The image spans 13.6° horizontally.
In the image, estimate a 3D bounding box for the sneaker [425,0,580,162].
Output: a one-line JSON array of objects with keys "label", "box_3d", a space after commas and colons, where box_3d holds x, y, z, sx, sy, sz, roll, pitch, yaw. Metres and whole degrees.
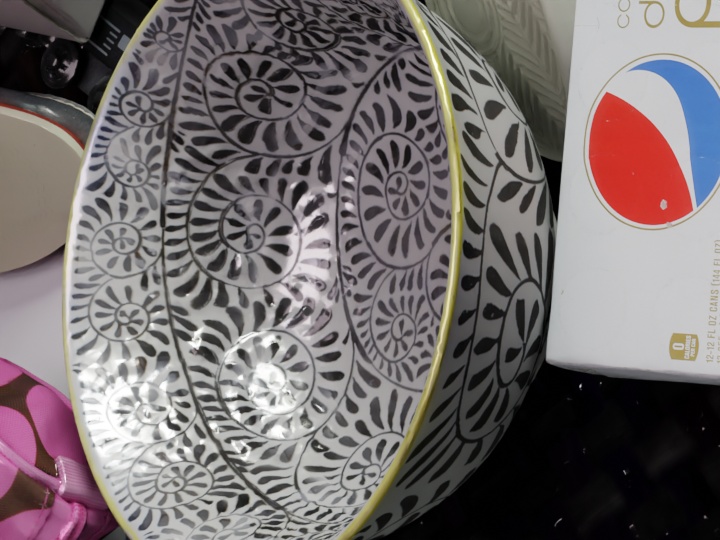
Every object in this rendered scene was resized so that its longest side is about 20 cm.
[{"label": "sneaker", "box_3d": [0.056, -0.137, 0.930, 0.075, 0.084, 0.201, -3, 108, 61]}]

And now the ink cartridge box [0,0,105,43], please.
[{"label": "ink cartridge box", "box_3d": [-0.158, -0.168, 1.035, 0.199, 0.125, 0.129, 15, 78, 32]}]

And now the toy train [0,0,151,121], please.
[{"label": "toy train", "box_3d": [-0.129, -0.112, 1.091, 0.200, 0.034, 0.046, 38, 105, 34]}]

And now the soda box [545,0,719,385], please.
[{"label": "soda box", "box_3d": [0.105, -0.067, 0.883, 0.068, 0.064, 0.201, 3, 87, 39]}]

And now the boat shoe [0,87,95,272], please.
[{"label": "boat shoe", "box_3d": [-0.161, -0.038, 1.088, 0.199, 0.063, 0.071, -8, 113, 39]}]

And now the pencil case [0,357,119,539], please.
[{"label": "pencil case", "box_3d": [-0.159, 0.124, 0.999, 0.200, 0.091, 0.094, -53, 32, 4]}]

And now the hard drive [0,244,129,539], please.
[{"label": "hard drive", "box_3d": [-0.165, 0.065, 1.107, 0.199, 0.025, 0.133, -6, 82, 38]}]

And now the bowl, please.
[{"label": "bowl", "box_3d": [0.000, 0.000, 0.929, 0.200, 0.094, 0.202, -10, 77, 50]}]
